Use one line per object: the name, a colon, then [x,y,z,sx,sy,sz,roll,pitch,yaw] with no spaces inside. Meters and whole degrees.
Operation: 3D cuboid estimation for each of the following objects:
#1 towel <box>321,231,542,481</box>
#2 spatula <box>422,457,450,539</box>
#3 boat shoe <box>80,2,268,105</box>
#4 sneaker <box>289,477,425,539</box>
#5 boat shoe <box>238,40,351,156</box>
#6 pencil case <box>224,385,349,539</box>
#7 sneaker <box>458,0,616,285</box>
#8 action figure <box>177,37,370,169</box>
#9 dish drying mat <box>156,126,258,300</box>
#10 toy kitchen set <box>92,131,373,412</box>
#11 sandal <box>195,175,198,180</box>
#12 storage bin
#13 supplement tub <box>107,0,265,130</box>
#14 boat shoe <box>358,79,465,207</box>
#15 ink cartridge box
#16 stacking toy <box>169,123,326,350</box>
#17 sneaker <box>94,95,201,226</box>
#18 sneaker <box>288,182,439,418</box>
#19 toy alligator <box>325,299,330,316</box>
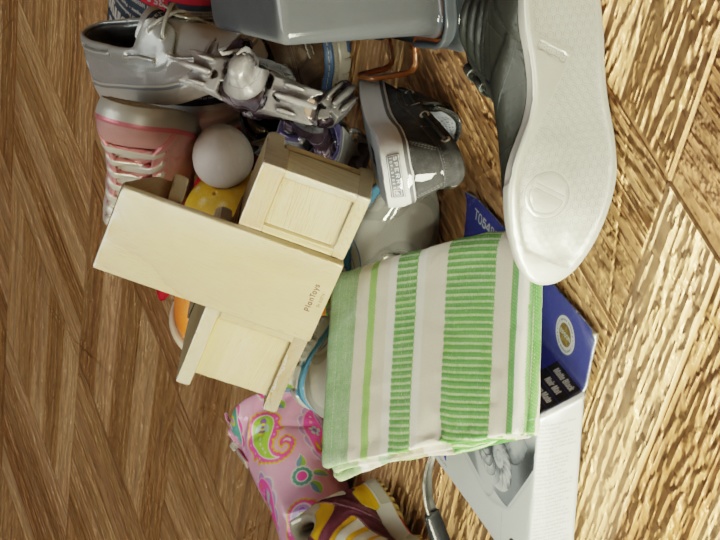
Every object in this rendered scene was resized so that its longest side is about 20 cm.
towel: [0.047,0.057,1.466,0.200,0.023,0.153,-17,64,47]
spatula: [0.055,0.168,1.643,0.021,0.056,0.200,-3,108,33]
boat shoe: [-0.153,-0.177,1.718,0.200,0.072,0.069,7,130,53]
sneaker: [0.006,0.238,1.714,0.200,0.090,0.075,-132,23,-65]
boat shoe: [-0.061,-0.126,1.758,0.200,0.072,0.072,100,152,-44]
pencil case: [-0.050,0.191,1.875,0.088,0.087,0.200,104,147,-49]
sneaker: [0.105,-0.095,1.337,0.099,0.071,0.201,-156,63,-68]
action figure: [-0.056,-0.125,1.595,0.130,0.069,0.200,32,177,24]
dish drying mat: [-0.136,-0.054,1.887,0.200,0.018,0.077,-47,37,48]
toy kitchen set: [-0.099,-0.044,1.587,0.181,0.163,0.200,-85,17,-56]
sandal: [-0.114,-0.067,1.933,0.212,0.077,0.070,-115,24,-50]
storage bin: [-0.023,-0.203,1.526,0.200,0.134,0.146,-153,55,-66]
supplement tub: [-0.145,-0.216,1.840,0.200,0.140,0.140,101,151,-45]
boat shoe: [0.038,-0.094,1.511,0.200,0.066,0.070,-105,5,-75]
ink cartridge box: [0.093,0.078,1.493,0.200,0.041,0.200,-127,33,-51]
stacking toy: [-0.101,-0.031,1.758,0.146,0.146,0.200,-125,18,-49]
sneaker: [-0.172,-0.079,1.741,0.200,0.075,0.105,40,-118,-84]
sneaker: [0.018,0.029,1.578,0.087,0.075,0.200,42,117,53]
toy alligator: [0.000,0.000,1.697,0.054,0.059,0.201,-1,98,27]
